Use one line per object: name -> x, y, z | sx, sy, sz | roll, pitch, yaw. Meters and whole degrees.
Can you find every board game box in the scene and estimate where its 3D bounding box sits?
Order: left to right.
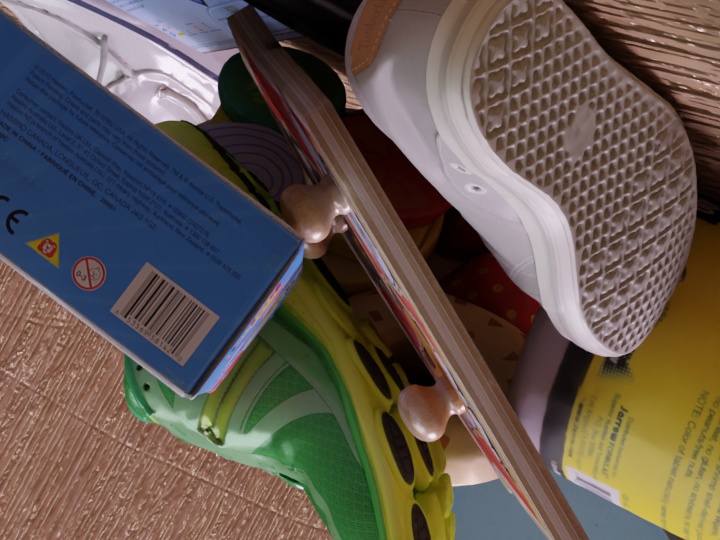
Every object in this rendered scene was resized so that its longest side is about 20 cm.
board game box -> -0.111, -0.042, 0.848 | 0.200, 0.056, 0.196 | 37, 178, 0
board game box -> -0.080, -0.117, 1.050 | 0.103, 0.019, 0.200 | 27, 176, -14

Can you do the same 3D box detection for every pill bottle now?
pill bottle -> 0.161, 0.055, 0.961 | 0.200, 0.113, 0.112 | 26, 175, 17

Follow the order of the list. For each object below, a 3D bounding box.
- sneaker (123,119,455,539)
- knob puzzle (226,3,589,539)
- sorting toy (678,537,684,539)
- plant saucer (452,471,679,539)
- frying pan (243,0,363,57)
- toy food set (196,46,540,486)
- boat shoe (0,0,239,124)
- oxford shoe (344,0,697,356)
sneaker -> -0.035, 0.040, 0.980 | 0.200, 0.084, 0.074 | 55, -169, 23
knob puzzle -> 0.000, 0.000, 0.937 | 0.220, 0.030, 0.220 | 58, 178, 3
sorting toy -> 0.130, 0.064, 1.346 | 0.200, 0.036, 0.185 | 22, 143, 32
plant saucer -> 0.097, 0.164, 1.390 | 0.200, 0.200, 0.027 | 25, -147, 33
frying pan -> 0.030, -0.064, 0.887 | 0.190, 0.031, 0.115 | 27, 179, 3
toy food set -> -0.008, -0.001, 1.081 | 0.198, 0.200, 0.049 | 21, 135, 5
boat shoe -> -0.100, -0.073, 1.228 | 0.075, 0.086, 0.202 | 23, 174, 46
oxford shoe -> 0.052, -0.035, 0.842 | 0.058, 0.075, 0.200 | 20, 165, 32
